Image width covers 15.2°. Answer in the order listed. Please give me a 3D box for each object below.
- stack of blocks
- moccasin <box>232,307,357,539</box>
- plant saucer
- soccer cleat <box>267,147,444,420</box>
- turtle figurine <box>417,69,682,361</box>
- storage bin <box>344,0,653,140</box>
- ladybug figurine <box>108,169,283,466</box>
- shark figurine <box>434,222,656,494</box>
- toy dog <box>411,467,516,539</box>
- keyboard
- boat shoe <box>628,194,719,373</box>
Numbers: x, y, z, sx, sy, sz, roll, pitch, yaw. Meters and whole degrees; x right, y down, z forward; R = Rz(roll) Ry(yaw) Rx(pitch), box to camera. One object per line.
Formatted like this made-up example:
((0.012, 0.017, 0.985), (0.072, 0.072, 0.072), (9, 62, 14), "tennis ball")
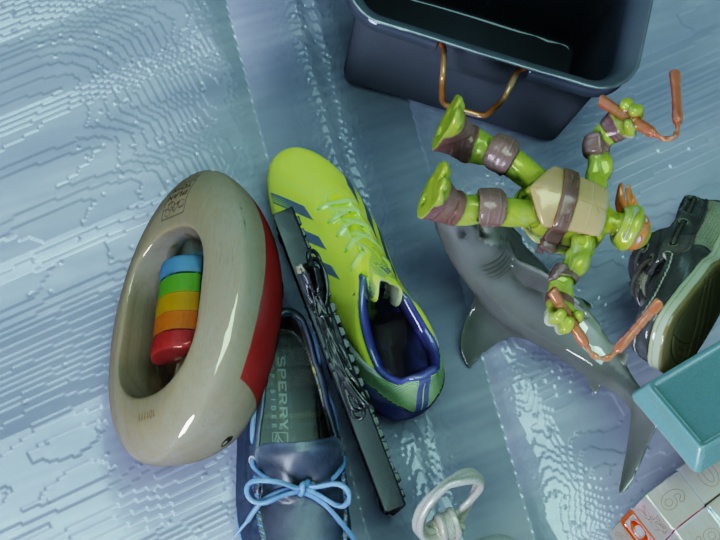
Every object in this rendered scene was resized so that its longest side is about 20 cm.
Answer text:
((0.264, 0.121, 1.726), (0.199, 0.115, 0.059), (-34, 77, -22), "stack of blocks")
((-0.048, 0.120, 1.685), (0.080, 0.068, 0.201), (-8, 69, -15), "moccasin")
((0.269, 0.052, 1.686), (0.199, 0.019, 0.070), (-29, 59, -18), "plant saucer")
((0.001, 0.000, 1.737), (0.064, 0.084, 0.201), (-20, 73, -19), "soccer cleat")
((0.122, -0.052, 1.693), (0.160, 0.064, 0.201), (20, 74, -11), "turtle figurine")
((0.080, -0.159, 1.793), (0.198, 0.134, 0.147), (16, 65, -4), "storage bin")
((-0.098, 0.032, 1.687), (0.072, 0.135, 0.202), (24, 62, -34), "ladybug figurine")
((0.113, 0.045, 1.754), (0.089, 0.128, 0.215), (-44, 88, 6), "shark figurine")
((0.032, 0.227, 1.637), (0.199, 0.132, 0.096), (-34, 55, -13), "toy dog")
((-0.012, 0.055, 1.675), (0.020, 0.127, 0.201), (-21, 83, -3), "keyboard")
((0.206, 0.005, 1.762), (0.066, 0.072, 0.201), (19, 31, 16), "boat shoe")
